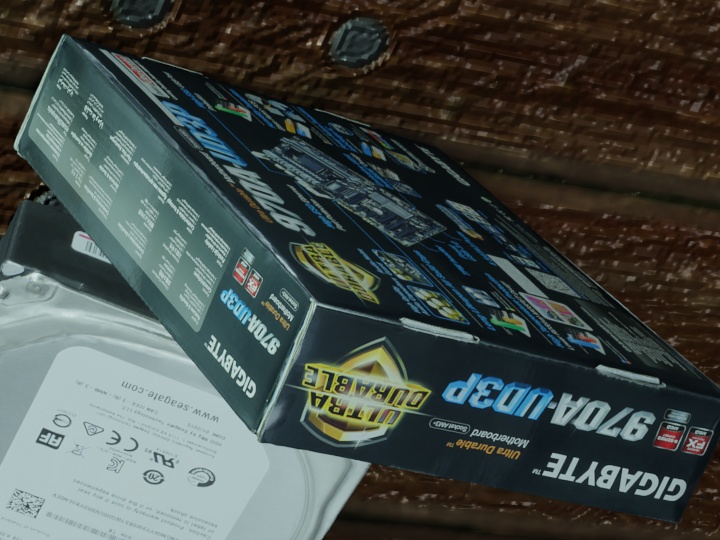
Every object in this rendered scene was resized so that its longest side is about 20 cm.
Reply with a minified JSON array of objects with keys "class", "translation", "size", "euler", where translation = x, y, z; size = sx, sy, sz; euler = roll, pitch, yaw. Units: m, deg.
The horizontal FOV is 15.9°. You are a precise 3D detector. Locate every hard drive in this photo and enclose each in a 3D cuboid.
[{"class":"hard drive","translation":[-0.086,0.077,0.877],"size":[0.139,0.038,0.200],"euler":[22,131,-12]}]

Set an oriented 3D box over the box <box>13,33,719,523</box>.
[{"class":"box","translation":[0.000,0.000,0.805],"size":[0.159,0.200,0.046],"euler":[14,108,-35]}]
